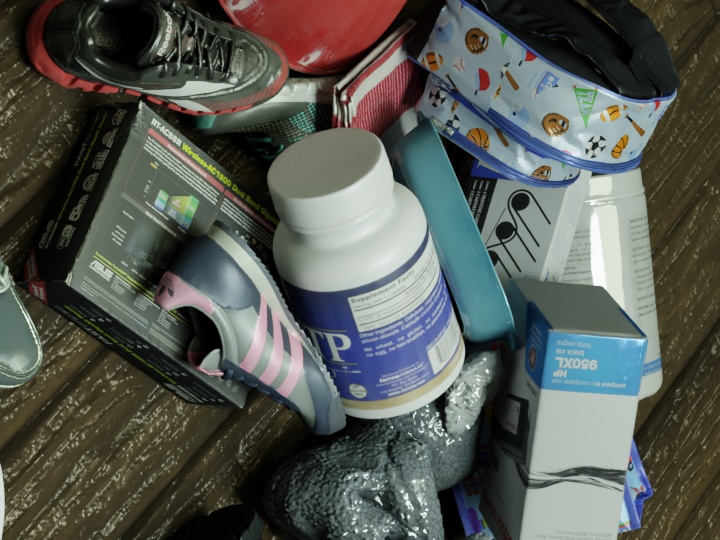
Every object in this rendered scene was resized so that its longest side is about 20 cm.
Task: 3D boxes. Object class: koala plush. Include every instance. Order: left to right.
[{"bbox_3d":[0.035,0.146,1.692,0.183,0.177,0.201,36,72,-26],"label":"koala plush"}]

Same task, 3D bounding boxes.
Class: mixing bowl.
[{"bbox_3d":[-0.020,-0.262,1.651,0.199,0.108,0.202,19,62,-40],"label":"mixing bowl"}]

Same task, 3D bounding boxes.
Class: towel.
[{"bbox_3d":[0.018,-0.083,1.721,0.144,0.023,0.202,-48,143,-51],"label":"towel"}]

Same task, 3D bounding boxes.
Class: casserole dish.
[{"bbox_3d":[0.069,-0.026,1.672,0.039,0.121,0.202,-21,81,-4],"label":"casserole dish"}]

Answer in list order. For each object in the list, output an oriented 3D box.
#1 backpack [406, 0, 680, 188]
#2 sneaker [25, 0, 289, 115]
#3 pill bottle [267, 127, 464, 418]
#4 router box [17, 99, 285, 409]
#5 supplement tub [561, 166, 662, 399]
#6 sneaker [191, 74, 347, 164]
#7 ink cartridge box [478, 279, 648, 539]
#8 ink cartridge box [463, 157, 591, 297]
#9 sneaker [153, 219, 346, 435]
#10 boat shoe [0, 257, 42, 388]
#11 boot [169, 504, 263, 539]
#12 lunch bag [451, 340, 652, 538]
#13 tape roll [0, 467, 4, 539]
[{"bbox_3d":[0.148,-0.150,1.706,0.199,0.190,0.155,-17,132,-50],"label":"backpack"},{"bbox_3d":[-0.134,-0.157,1.535,0.199,0.098,0.072,8,82,-26],"label":"sneaker"},{"bbox_3d":[0.000,0.000,1.606,0.120,0.119,0.201,-48,133,-36],"label":"pill bottle"},{"bbox_3d":[-0.142,-0.009,1.586,0.200,0.062,0.151,40,63,-39],"label":"router box"},{"bbox_3d":[0.195,0.014,1.893,0.131,0.131,0.202,-11,98,-46],"label":"supplement tub"},{"bbox_3d":[-0.049,-0.107,1.681,0.199,0.077,0.092,-7,98,-45],"label":"sneaker"},{"bbox_3d":[0.156,0.124,1.686,0.083,0.145,0.202,4,104,-10],"label":"ink cartridge box"},{"bbox_3d":[0.135,-0.057,1.801,0.044,0.093,0.202,48,55,-56],"label":"ink cartridge box"},{"bbox_3d":[-0.083,0.060,1.569,0.082,0.070,0.201,-41,121,-15],"label":"sneaker"},{"bbox_3d":[-0.273,0.007,1.449,0.073,0.061,0.201,-55,126,-31],"label":"boat shoe"},{"bbox_3d":[-0.115,0.296,1.605,0.198,0.073,0.163,-45,118,-29],"label":"boot"},{"bbox_3d":[0.145,0.129,1.822,0.094,0.149,0.202,-46,119,-70],"label":"lunch bag"},{"bbox_3d":[-0.329,0.156,1.383,0.201,0.070,0.205,0,90,-46],"label":"tape roll"}]
